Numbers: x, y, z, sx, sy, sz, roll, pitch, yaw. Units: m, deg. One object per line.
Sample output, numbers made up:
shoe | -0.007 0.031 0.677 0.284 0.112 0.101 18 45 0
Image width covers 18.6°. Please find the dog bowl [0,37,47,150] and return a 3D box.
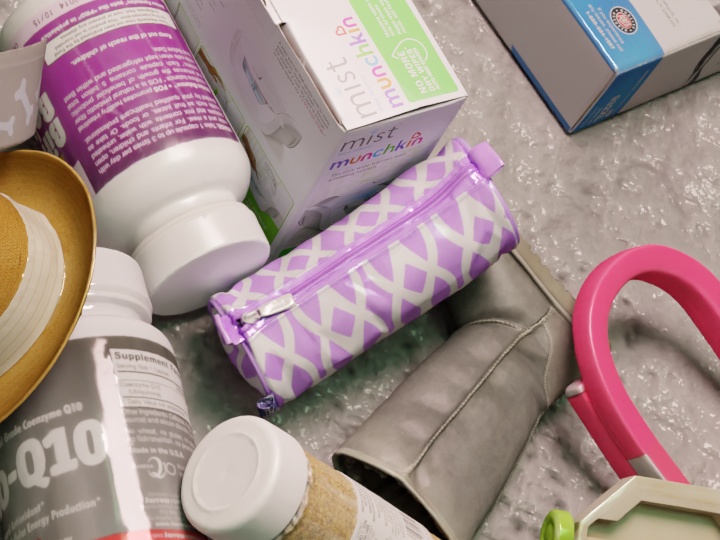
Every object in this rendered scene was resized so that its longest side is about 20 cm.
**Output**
dog bowl | -0.276 -0.097 1.260 0.200 0.200 0.059 -11 104 -28

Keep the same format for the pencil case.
pencil case | 0.000 0.000 1.322 0.200 0.086 0.084 -34 58 -10

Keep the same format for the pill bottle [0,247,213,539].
pill bottle | -0.150 0.096 1.228 0.114 0.114 0.200 -3 61 -24

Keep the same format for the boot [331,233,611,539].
boot | 0.045 0.061 1.368 0.182 0.073 0.200 42 61 8

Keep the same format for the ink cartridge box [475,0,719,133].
ink cartridge box | 0.198 -0.203 1.574 0.200 0.084 0.145 -23 71 -32

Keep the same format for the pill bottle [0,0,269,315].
pill bottle | -0.135 -0.077 1.342 0.112 0.112 0.200 -17 67 -30

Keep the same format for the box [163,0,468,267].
box | -0.047 -0.130 1.371 0.097 0.177 0.200 -18 67 -30

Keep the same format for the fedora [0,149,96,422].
fedora | -0.240 0.004 1.201 0.082 0.200 0.201 41 40 -48

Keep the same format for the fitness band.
fitness band | 0.206 0.079 1.401 0.144 0.037 0.200 -40 99 -38

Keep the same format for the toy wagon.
toy wagon | 0.176 0.226 1.308 0.155 0.040 0.200 10 79 -13

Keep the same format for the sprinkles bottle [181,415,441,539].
sprinkles bottle | -0.012 0.150 1.219 0.200 0.068 0.068 37 44 -42
